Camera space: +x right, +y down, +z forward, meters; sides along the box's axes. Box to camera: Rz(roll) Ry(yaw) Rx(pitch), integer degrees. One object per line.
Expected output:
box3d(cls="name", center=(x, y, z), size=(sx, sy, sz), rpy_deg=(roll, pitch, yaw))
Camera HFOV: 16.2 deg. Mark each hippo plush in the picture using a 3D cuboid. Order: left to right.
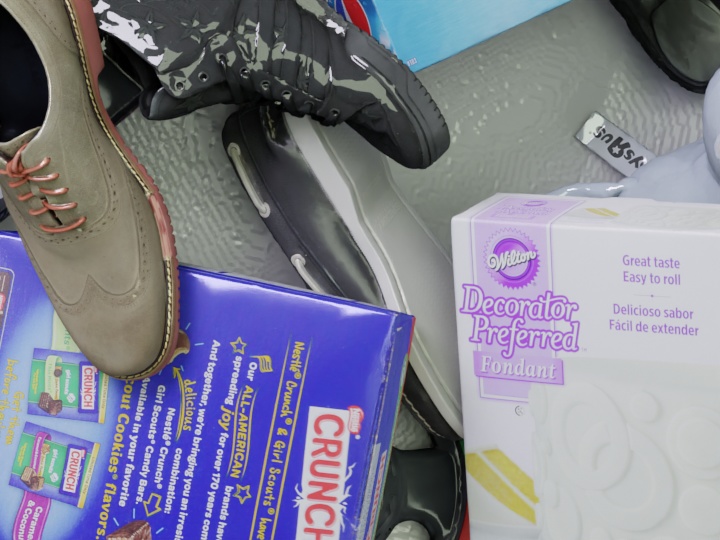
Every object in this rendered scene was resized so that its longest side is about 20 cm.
box3d(cls="hippo plush", center=(0.213, -0.059, 1.255), size=(0.200, 0.161, 0.159), rpy_deg=(36, 56, 9))

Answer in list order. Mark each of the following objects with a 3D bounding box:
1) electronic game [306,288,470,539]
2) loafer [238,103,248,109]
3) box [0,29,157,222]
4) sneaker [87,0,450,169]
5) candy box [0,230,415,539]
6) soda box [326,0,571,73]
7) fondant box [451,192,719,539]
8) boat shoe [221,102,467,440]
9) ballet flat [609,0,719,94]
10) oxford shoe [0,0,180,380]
box3d(cls="electronic game", center=(-0.017, 0.108, 1.261), size=(0.200, 0.042, 0.200), rpy_deg=(2, 83, -14))
box3d(cls="loafer", center=(0.012, -0.140, 1.281), size=(0.076, 0.067, 0.200), rpy_deg=(38, 77, -7))
box3d(cls="box", center=(-0.167, -0.108, 1.215), size=(0.200, 0.106, 0.122), rpy_deg=(-42, 95, -15))
box3d(cls="sneaker", center=(-0.061, -0.096, 1.159), size=(0.200, 0.060, 0.104), rpy_deg=(46, 74, -2))
box3d(cls="candy box", center=(-0.087, 0.081, 1.184), size=(0.200, 0.077, 0.169), rpy_deg=(12, 93, 10))
box3d(cls="soda box", center=(0.079, -0.159, 1.235), size=(0.200, 0.064, 0.068), rpy_deg=(-26, 98, -22))
box3d(cls="fondant box", center=(0.122, 0.068, 1.197), size=(0.144, 0.058, 0.200), rpy_deg=(4, 106, 28))
box3d(cls="boat shoe", center=(0.000, 0.000, 1.238), size=(0.200, 0.060, 0.074), rpy_deg=(59, 31, -12))
box3d(cls="ballet flat", center=(0.141, -0.179, 1.334), size=(0.066, 0.057, 0.200), rpy_deg=(-29, 85, 7))
box3d(cls="oxford shoe", center=(-0.138, -0.040, 1.108), size=(0.070, 0.075, 0.200), rpy_deg=(-18, 97, 22))
